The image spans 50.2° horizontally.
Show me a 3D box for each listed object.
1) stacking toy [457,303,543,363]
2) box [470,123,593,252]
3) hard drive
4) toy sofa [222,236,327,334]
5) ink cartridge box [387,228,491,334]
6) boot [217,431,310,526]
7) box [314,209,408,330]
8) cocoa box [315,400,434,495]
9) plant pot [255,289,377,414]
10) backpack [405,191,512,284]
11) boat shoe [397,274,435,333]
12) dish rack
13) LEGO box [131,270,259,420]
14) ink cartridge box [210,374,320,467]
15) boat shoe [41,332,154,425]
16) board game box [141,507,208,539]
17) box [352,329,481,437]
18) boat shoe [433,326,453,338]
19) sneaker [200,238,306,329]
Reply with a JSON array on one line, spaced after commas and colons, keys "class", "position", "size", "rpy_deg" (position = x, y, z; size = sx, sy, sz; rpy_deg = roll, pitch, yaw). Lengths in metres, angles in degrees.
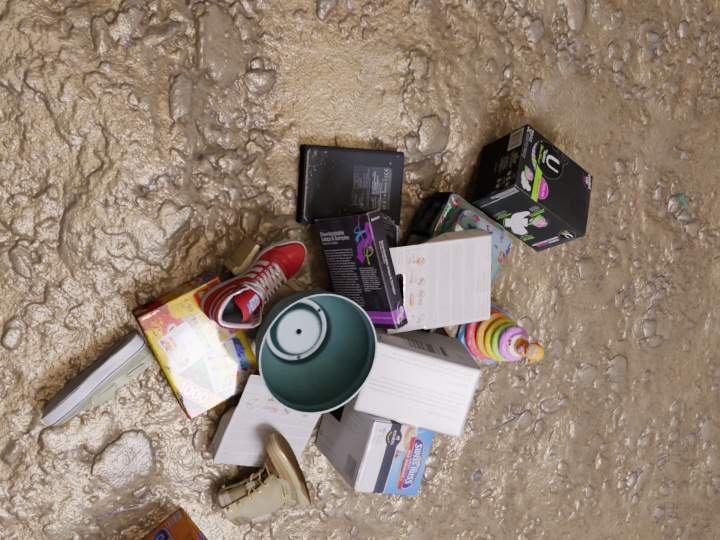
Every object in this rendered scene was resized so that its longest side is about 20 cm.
[{"class": "stacking toy", "position": [0.289, 0.140, 1.507], "size": [0.109, 0.200, 0.117], "rpy_deg": [25, 89, -26]}, {"class": "box", "position": [0.337, -0.156, 1.498], "size": [0.199, 0.124, 0.150], "rpy_deg": [31, 60, -26]}, {"class": "hard drive", "position": [-0.017, -0.153, 1.406], "size": [0.198, 0.033, 0.141], "rpy_deg": [0, 99, -26]}, {"class": "toy sofa", "position": [-0.150, 0.038, 1.349], "size": [0.200, 0.083, 0.098], "rpy_deg": [38, 87, -25]}, {"class": "ink cartridge box", "position": [0.134, 0.019, 1.354], "size": [0.198, 0.050, 0.162], "rpy_deg": [-7, 110, -14]}, {"class": "boot", "position": [-0.181, 0.375, 1.359], "size": [0.154, 0.073, 0.201], "rpy_deg": [-17, 136, -3]}, {"class": "box", "position": [0.000, 0.000, 1.309], "size": [0.036, 0.142, 0.202], "rpy_deg": [-25, 106, -39]}, {"class": "cocoa box", "position": [0.023, 0.307, 1.410], "size": [0.130, 0.200, 0.135], "rpy_deg": [13, 95, -26]}, {"class": "plant pot", "position": [-0.088, 0.118, 1.274], "size": [0.199, 0.134, 0.202], "rpy_deg": [-6, 106, -21]}, {"class": "backpack", "position": [0.177, -0.028, 1.462], "size": [0.177, 0.150, 0.201], "rpy_deg": [31, 90, -27]}, {"class": "boat shoe", "position": [0.065, 0.042, 1.434], "size": [0.062, 0.075, 0.200], "rpy_deg": [-40, 91, -20]}, {"class": "dish rack", "position": [0.007, -0.012, 1.362], "size": [0.054, 0.153, 0.202], "rpy_deg": [-28, 127, -43]}, {"class": "LEGO box", "position": [-0.274, 0.125, 1.308], "size": [0.148, 0.077, 0.201], "rpy_deg": [-29, 110, -18]}, {"class": "ink cartridge box", "position": [-0.161, 0.262, 1.364], "size": [0.161, 0.050, 0.201], "rpy_deg": [13, 114, -26]}, {"class": "boat shoe", "position": [-0.423, 0.187, 1.253], "size": [0.200, 0.072, 0.062], "rpy_deg": [-42, 111, -16]}, {"class": "board game box", "position": [-0.308, 0.576, 1.300], "size": [0.199, 0.200, 0.201], "rpy_deg": [-37, 112, -16]}, {"class": "box", "position": [0.091, 0.185, 1.389], "size": [0.197, 0.200, 0.132], "rpy_deg": [16, 99, -7]}, {"class": "boat shoe", "position": [0.166, 0.159, 1.526], "size": [0.062, 0.071, 0.201], "rpy_deg": [-38, 110, -7]}, {"class": "sneaker", "position": [-0.158, 0.025, 1.234], "size": [0.199, 0.112, 0.072], "rpy_deg": [-36, 113, -12]}]
